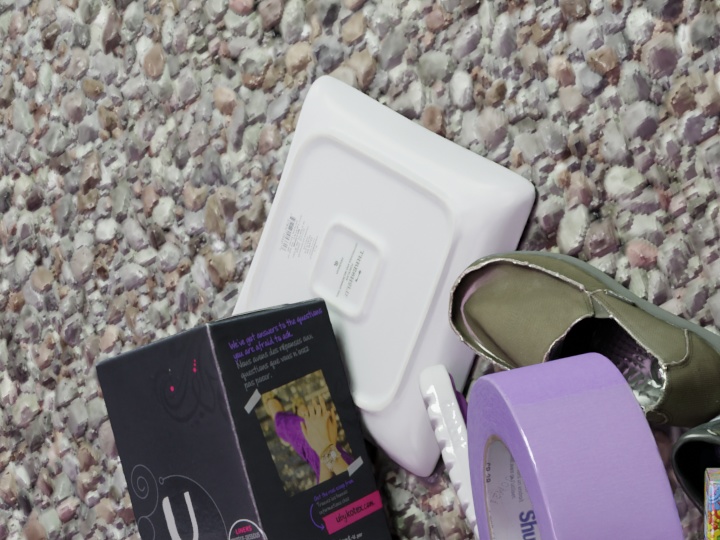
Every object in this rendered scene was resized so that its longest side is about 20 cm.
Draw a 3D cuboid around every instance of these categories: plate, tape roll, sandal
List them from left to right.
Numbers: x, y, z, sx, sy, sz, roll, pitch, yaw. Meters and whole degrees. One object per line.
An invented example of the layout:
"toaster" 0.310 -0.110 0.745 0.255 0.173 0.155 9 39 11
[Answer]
"plate" 0.000 0.000 1.422 0.200 0.032 0.200 31 109 38
"sandal" 0.088 0.143 1.318 0.050 0.082 0.203 -23 75 1
"tape roll" 0.112 0.147 1.174 0.200 0.065 0.201 170 90 -81

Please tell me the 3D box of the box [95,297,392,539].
"box" -0.069 0.132 1.402 0.122 0.106 0.201 -20 83 45

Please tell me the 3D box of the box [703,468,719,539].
"box" 0.261 0.193 1.060 0.199 0.122 0.194 1 88 8

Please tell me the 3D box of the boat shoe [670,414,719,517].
"boat shoe" 0.240 0.152 1.178 0.200 0.057 0.069 44 116 29

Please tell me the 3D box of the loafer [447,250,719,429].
"loafer" 0.123 0.036 1.283 0.200 0.070 0.076 19 100 39
